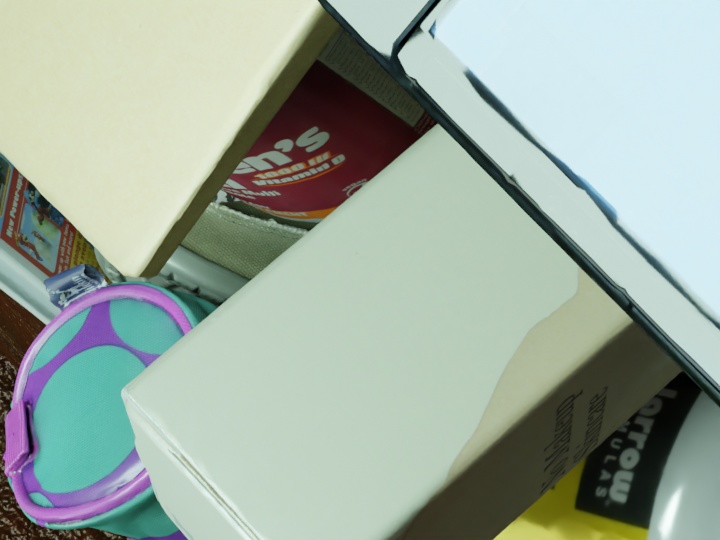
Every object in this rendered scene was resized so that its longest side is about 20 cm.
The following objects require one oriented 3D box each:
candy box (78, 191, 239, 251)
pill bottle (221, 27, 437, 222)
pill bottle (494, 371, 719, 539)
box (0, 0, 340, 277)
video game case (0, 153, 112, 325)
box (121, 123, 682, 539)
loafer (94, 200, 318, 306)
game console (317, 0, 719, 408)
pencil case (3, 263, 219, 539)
[{"bbox_3d":[-0.085,-0.107,0.987,0.200,0.136,0.061,54,-149,-15],"label":"candy box"},{"bbox_3d":[-0.043,-0.087,0.828,0.110,0.110,0.200,44,-173,24],"label":"pill bottle"},{"bbox_3d":[0.083,0.068,0.858,0.199,0.115,0.115,12,147,35],"label":"pill bottle"},{"bbox_3d":[-0.051,-0.126,0.702,0.163,0.200,0.021,44,-164,21],"label":"box"},{"bbox_3d":[-0.104,-0.033,1.052,0.200,0.017,0.144,42,-144,-32],"label":"video game case"},{"bbox_3d":[0.037,0.011,0.751,0.078,0.200,0.095,45,167,18],"label":"box"},{"bbox_3d":[0.000,0.000,0.978,0.199,0.070,0.075,17,167,-25],"label":"loafer"},{"bbox_3d":[0.084,-0.070,0.565,0.200,0.176,0.116,46,-164,17],"label":"game console"},{"bbox_3d":[-0.036,0.067,0.945,0.092,0.086,0.200,-11,157,31],"label":"pencil case"}]
